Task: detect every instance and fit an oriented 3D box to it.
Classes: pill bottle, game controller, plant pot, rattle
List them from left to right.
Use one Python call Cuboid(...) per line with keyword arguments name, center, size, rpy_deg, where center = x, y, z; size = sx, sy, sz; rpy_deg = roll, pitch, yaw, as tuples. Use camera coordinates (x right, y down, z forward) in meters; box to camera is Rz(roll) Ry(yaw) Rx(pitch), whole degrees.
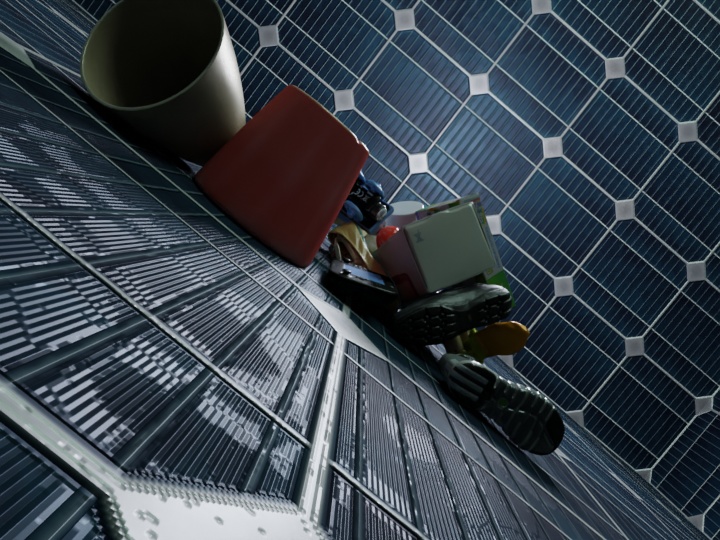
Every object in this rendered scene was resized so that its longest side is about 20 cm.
Cuboid(name="plant pot", center=(-0.229, -0.230, 0.807), size=(0.187, 0.187, 0.200), rpy_deg=(41, -9, 24))
Cuboid(name="plant pot", center=(-0.093, -0.133, 0.820), size=(0.200, 0.178, 0.200), rpy_deg=(39, 4, -4))
Cuboid(name="game controller", center=(0.002, 0.013, 0.904), size=(0.102, 0.043, 0.200), rpy_deg=(9, 7, -2))
Cuboid(name="pill bottle", center=(0.097, -0.032, 1.236), size=(0.111, 0.109, 0.203), rpy_deg=(-134, -146, -61))
Cuboid(name="rattle", center=(0.209, 0.096, 1.041), size=(0.131, 0.143, 0.199), rpy_deg=(51, 18, 12))

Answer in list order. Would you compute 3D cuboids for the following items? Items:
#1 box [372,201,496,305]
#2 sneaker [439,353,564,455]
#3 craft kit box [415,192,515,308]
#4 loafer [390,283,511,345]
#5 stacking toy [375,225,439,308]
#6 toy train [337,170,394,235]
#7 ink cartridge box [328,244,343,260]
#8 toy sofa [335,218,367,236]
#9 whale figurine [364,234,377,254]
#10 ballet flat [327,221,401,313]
Cuboid(name="box", center=(0.114, -0.019, 1.001), size=(0.200, 0.126, 0.111), rpy_deg=(142, -73, -75))
Cuboid(name="sneaker", center=(0.190, 0.171, 0.847), size=(0.199, 0.075, 0.115), rpy_deg=(38, 2, -16))
Cuboid(name="craft kit box", center=(0.180, -0.027, 1.083), size=(0.197, 0.048, 0.203), rpy_deg=(-173, -117, -76))
Cuboid(name="loafer", center=(0.132, 0.063, 0.912), size=(0.070, 0.197, 0.069), rpy_deg=(-146, -134, -63))
Cuboid(name="stacking toy", center=(0.086, 0.006, 1.149), size=(0.202, 0.085, 0.085), rpy_deg=(61, -4, -19))
Cuboid(name="toy train", center=(-0.023, -0.140, 1.152), size=(0.199, 0.087, 0.115), rpy_deg=(38, -16, 27))
Cuboid(name="ink cartridge box", center=(-0.007, -0.014, 1.221), size=(0.109, 0.051, 0.200), rpy_deg=(40, 5, -12))
Cuboid(name="toy sofa", center=(-0.055, -0.147, 1.297), size=(0.197, 0.084, 0.098), rpy_deg=(18, 36, 22))
Cuboid(name="whale figurine", center=(0.021, -0.065, 1.387), size=(0.198, 0.104, 0.160), rpy_deg=(11, -37, 47))
Cuboid(name="ballet flat", center=(0.000, 0.000, 1.050), size=(0.062, 0.069, 0.201), rpy_deg=(-13, 52, -25))
